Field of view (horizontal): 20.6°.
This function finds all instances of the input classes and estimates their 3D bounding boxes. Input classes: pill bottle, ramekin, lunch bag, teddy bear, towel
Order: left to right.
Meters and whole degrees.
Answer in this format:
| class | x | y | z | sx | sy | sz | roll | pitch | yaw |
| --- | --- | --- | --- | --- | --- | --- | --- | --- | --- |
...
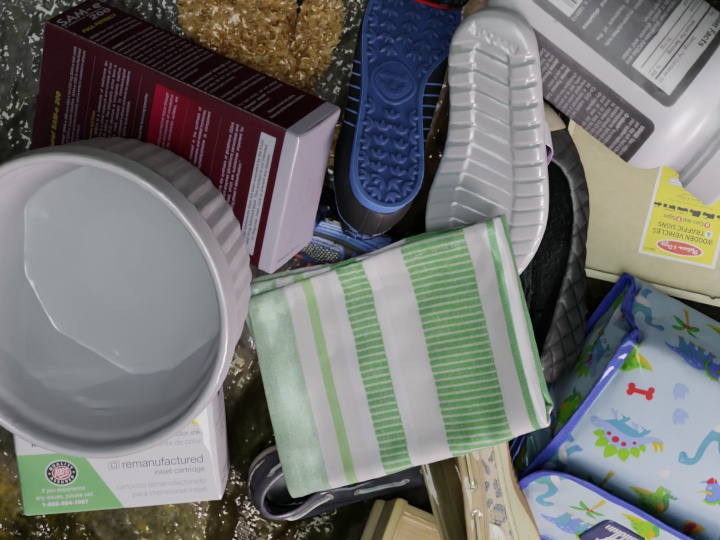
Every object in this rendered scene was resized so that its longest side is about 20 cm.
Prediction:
| class | x | y | z | sx | sy | sz | roll | pitch | yaw |
| --- | --- | --- | --- | --- | --- | --- | --- | --- | --- |
| ramekin | -0.163 | 0.010 | 1.265 | 0.199 | 0.105 | 0.202 | 4 | 108 | 14 |
| teddy bear | -0.077 | -0.154 | 1.350 | 0.144 | 0.067 | 0.201 | 4 | 103 | 1 |
| towel | 0.022 | 0.057 | 1.326 | 0.199 | 0.023 | 0.154 | -16 | 85 | 22 |
| pill bottle | 0.182 | -0.141 | 1.314 | 0.200 | 0.116 | 0.117 | 39 | 100 | 2 |
| lunch bag | 0.205 | 0.134 | 1.396 | 0.169 | 0.128 | 0.200 | 29 | 119 | -8 |

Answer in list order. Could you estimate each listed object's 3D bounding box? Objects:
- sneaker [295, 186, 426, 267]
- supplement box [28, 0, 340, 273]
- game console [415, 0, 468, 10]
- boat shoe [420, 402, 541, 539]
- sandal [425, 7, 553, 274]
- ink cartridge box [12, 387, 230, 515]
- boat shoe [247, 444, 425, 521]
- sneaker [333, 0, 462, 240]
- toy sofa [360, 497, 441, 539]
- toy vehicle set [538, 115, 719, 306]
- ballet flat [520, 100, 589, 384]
| class | x | y | z | sx | sy | sz | roll | pitch | yaw |
| --- | --- | --- | --- | --- | --- | --- | --- | --- | --- |
| sneaker | 0.000 | 0.000 | 1.385 | 0.199 | 0.075 | 0.079 | 21 | 105 | -4 |
| supplement box | -0.120 | -0.091 | 1.317 | 0.199 | 0.061 | 0.109 | 25 | 124 | 17 |
| game console | 0.000 | -0.285 | 1.297 | 0.199 | 0.173 | 0.119 | 17 | 129 | -4 |
| boat shoe | 0.066 | 0.136 | 1.361 | 0.062 | 0.073 | 0.201 | -24 | 92 | -22 |
| sandal | 0.093 | -0.079 | 1.313 | 0.082 | 0.050 | 0.204 | 14 | 120 | 15 |
| ink cartridge box | -0.173 | 0.061 | 1.390 | 0.144 | 0.088 | 0.201 | -4 | 101 | 1 |
| boat shoe | 0.014 | 0.135 | 1.420 | 0.199 | 0.063 | 0.073 | -19 | 100 | 3 |
| sneaker | 0.018 | -0.116 | 1.339 | 0.070 | 0.078 | 0.201 | 18 | 65 | -9 |
| toy sofa | 0.090 | 0.240 | 1.445 | 0.199 | 0.098 | 0.083 | 23 | 78 | -5 |
| toy vehicle set | 0.231 | -0.045 | 1.397 | 0.199 | 0.027 | 0.125 | 13 | 103 | -3 |
| ballet flat | 0.124 | -0.022 | 1.355 | 0.066 | 0.057 | 0.201 | -6 | 89 | 17 |
